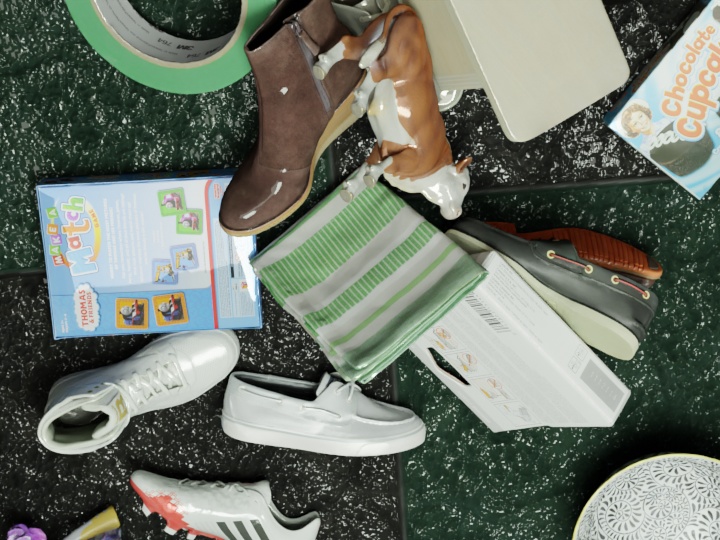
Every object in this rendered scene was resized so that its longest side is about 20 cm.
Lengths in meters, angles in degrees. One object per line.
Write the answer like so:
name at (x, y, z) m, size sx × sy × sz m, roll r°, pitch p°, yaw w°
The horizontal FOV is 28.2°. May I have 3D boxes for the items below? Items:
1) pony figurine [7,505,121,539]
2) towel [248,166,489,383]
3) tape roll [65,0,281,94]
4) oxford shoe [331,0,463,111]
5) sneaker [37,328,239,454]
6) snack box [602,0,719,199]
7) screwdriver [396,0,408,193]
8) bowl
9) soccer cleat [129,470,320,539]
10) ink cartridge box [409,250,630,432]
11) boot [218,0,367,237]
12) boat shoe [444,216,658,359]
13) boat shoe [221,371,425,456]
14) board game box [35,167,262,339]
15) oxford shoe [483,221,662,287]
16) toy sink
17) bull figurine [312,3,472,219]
pony figurine at (-0.318, 0.304, 1.385) m, size 0.199 × 0.193 × 0.167 m, roll -23°, pitch 111°, yaw -14°
towel at (0.000, 0.000, 1.272) m, size 0.152 × 0.200 × 0.023 m, roll -41°, pitch 134°, yaw -6°
tape roll at (-0.160, -0.251, 1.231) m, size 0.199 × 0.048 × 0.201 m, roll 9°, pitch 126°, yaw 12°
oxford shoe at (0.021, -0.220, 1.281) m, size 0.075 × 0.058 × 0.200 m, roll -37°, pitch 107°, yaw 6°
sneaker at (-0.208, 0.118, 1.351) m, size 0.199 × 0.116 × 0.074 m, roll -22°, pitch 105°, yaw 4°
snack box at (0.330, -0.179, 1.311) m, size 0.116 × 0.037 × 0.200 m, roll 36°, pitch 103°, yaw -11°
screwdriver at (0.044, -0.156, 1.286) m, size 0.029 × 0.028 × 0.201 m, roll 19°, pitch 132°, yaw 23°
bowl at (0.300, 0.254, 1.416) m, size 0.199 × 0.094 × 0.202 m, roll -1°, pitch 107°, yaw -2°
soccer cleat at (-0.132, 0.234, 1.419) m, size 0.199 × 0.069 × 0.085 m, roll 31°, pitch 96°, yaw -14°
ink cartridge box at (0.126, 0.071, 1.335) m, size 0.200 × 0.176 × 0.045 m, roll 45°, pitch 63°, yaw -20°
boot at (-0.076, -0.141, 1.239) m, size 0.200 × 0.072 × 0.167 m, roll -49°, pitch 148°, yaw -13°
boat shoe at (0.170, 0.005, 1.287) m, size 0.201 × 0.074 × 0.063 m, roll 28°, pitch 70°, yaw 10°
boat shoe at (-0.034, 0.132, 1.389) m, size 0.199 × 0.072 × 0.069 m, roll 7°, pitch 107°, yaw 6°
board game box at (-0.196, -0.016, 1.349) m, size 0.199 × 0.037 × 0.152 m, roll -3°, pitch 108°, yaw -2°
oxford shoe at (0.182, 0.002, 1.352) m, size 0.199 × 0.071 × 0.073 m, roll 8°, pitch 111°, yaw 7°
toy sink at (0.122, -0.225, 1.236) m, size 0.130 × 0.112 × 0.201 m, roll -31°, pitch 104°, yaw -15°
bull figurine at (0.033, -0.126, 1.243) m, size 0.121 × 0.065 × 0.201 m, roll -34°, pitch 119°, yaw -35°
